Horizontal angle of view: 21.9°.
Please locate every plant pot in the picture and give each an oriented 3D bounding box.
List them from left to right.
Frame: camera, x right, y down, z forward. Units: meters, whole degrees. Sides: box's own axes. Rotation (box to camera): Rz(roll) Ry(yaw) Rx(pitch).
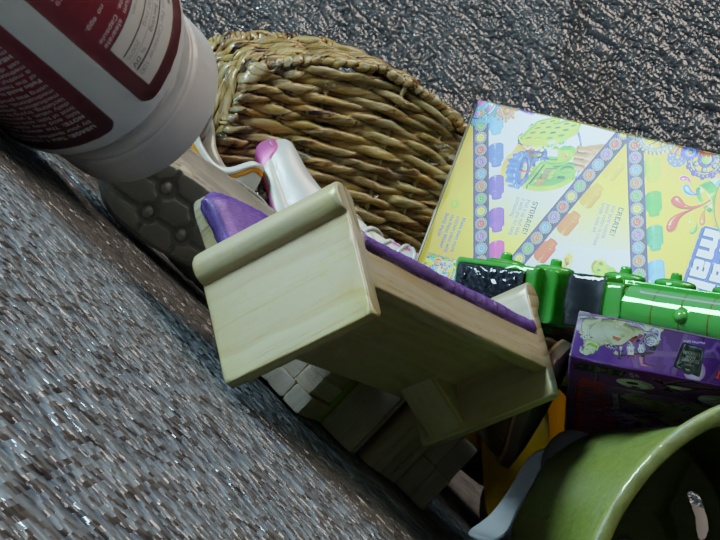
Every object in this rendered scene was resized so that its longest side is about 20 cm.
[{"bbox_3d":[0.166,0.154,0.927,0.200,0.201,0.184,44,-10,-12],"label":"plant pot"}]

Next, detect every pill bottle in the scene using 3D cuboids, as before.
[{"bbox_3d":[-0.154,-0.125,0.883,0.114,0.114,0.200,45,1,33],"label":"pill bottle"}]

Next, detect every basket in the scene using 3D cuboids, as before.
[{"bbox_3d":[-0.039,-0.091,1.286,0.199,0.144,0.149,15,9,-30],"label":"basket"}]

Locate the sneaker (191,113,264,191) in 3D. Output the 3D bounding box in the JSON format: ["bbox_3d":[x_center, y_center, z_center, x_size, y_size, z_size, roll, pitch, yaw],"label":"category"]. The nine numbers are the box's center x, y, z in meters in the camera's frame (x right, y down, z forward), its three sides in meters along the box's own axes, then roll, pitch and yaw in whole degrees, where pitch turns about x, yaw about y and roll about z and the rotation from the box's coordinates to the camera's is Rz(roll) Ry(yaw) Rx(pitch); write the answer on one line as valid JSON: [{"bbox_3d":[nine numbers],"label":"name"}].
[{"bbox_3d":[-0.144,-0.099,1.158,0.200,0.079,0.078,43,5,6],"label":"sneaker"}]

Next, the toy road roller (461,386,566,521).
[{"bbox_3d":[0.085,0.115,1.303,0.123,0.145,0.201,42,39,-61],"label":"toy road roller"}]

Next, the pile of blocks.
[{"bbox_3d":[0.004,0.062,1.017,0.082,0.062,0.200,46,1,40],"label":"pile of blocks"}]

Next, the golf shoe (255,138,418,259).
[{"bbox_3d":[0.000,0.000,1.172,0.201,0.091,0.075,64,-3,3],"label":"golf shoe"}]

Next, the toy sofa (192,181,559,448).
[{"bbox_3d":[0.011,0.014,0.890,0.200,0.083,0.098,25,46,-55],"label":"toy sofa"}]

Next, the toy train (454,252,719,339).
[{"bbox_3d":[0.138,0.019,0.965,0.199,0.042,0.056,8,1,30],"label":"toy train"}]

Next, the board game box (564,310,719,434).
[{"bbox_3d":[0.170,0.068,0.994,0.119,0.032,0.200,15,-13,10],"label":"board game box"}]

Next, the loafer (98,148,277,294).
[{"bbox_3d":[-0.064,-0.010,1.039,0.200,0.070,0.070,43,10,-25],"label":"loafer"}]

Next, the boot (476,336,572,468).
[{"bbox_3d":[0.072,0.062,1.046,0.075,0.074,0.200,34,-8,2],"label":"boot"}]

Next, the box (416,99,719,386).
[{"bbox_3d":[0.166,0.008,1.116,0.192,0.123,0.200,17,-10,29],"label":"box"}]

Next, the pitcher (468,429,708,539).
[{"bbox_3d":[0.174,0.177,1.087,0.200,0.121,0.172,39,-19,7],"label":"pitcher"}]
